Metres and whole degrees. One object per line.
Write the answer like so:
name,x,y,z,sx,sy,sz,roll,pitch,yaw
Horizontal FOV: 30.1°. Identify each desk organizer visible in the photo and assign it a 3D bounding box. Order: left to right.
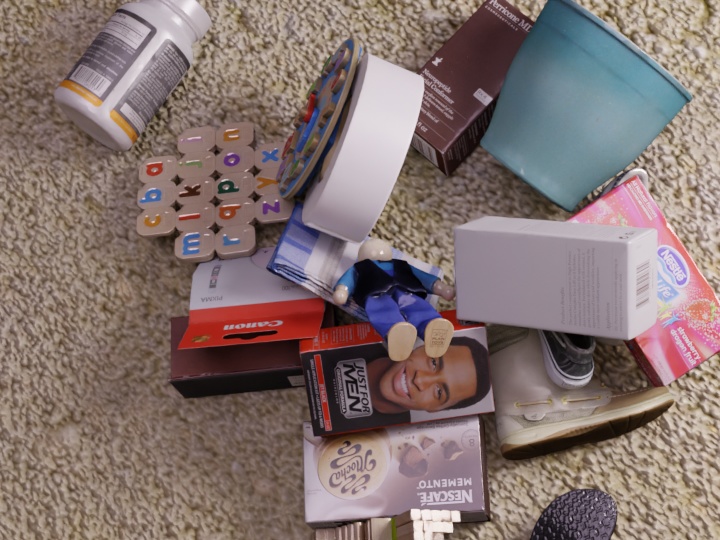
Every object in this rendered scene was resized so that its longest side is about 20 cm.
desk organizer,-0.118,0.092,1.545,0.197,0.072,0.078,-6,68,7

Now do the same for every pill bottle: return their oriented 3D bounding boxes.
pill bottle,-0.280,-0.258,1.667,0.116,0.117,0.201,31,78,18

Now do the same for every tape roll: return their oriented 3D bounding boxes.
tape roll,0.001,-0.134,1.493,0.070,0.202,0.205,20,74,-10

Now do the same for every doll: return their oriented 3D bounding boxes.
doll,0.039,0.025,1.418,0.134,0.049,0.200,-4,29,-16

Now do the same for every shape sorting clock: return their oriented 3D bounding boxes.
shape sorting clock,-0.051,-0.176,1.540,0.039,0.200,0.202,21,74,-11

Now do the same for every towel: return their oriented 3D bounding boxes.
towel,0.000,0.000,1.509,0.198,0.024,0.147,26,35,-4

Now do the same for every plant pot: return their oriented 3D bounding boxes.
plant pot,0.239,-0.180,1.518,0.200,0.200,0.189,41,100,19

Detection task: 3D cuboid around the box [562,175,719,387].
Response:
box,0.300,0.013,1.409,0.099,0.095,0.201,-32,83,1

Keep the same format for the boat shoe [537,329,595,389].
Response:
boat shoe,0.217,0.031,1.450,0.071,0.071,0.202,-2,49,-19

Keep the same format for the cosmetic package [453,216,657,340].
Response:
cosmetic package,0.195,0.005,1.355,0.198,0.074,0.103,8,107,35

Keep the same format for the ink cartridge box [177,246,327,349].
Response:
ink cartridge box,-0.115,0.024,1.510,0.160,0.200,0.058,-6,105,7

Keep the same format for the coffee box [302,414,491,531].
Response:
coffee box,0.040,0.221,1.469,0.197,0.080,0.115,-5,70,8

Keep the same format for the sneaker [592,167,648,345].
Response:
sneaker,0.286,-0.017,1.493,0.075,0.081,0.203,12,67,-11

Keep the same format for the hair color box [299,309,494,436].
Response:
hair color box,0.039,0.108,1.431,0.197,0.061,0.103,-9,109,1

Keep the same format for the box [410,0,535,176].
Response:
box,0.134,-0.224,1.611,0.100,0.075,0.200,40,80,20

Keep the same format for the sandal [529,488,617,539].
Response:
sandal,0.206,0.319,1.435,0.075,0.045,0.201,33,94,24

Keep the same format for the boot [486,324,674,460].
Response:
boot,0.234,0.113,1.482,0.197,0.072,0.157,-14,65,0

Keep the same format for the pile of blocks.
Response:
pile of blocks,0.025,0.301,1.430,0.199,0.082,0.063,-20,64,41

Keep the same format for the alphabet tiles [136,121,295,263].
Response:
alphabet tiles,-0.174,-0.096,1.620,0.193,0.015,0.202,-7,55,4
